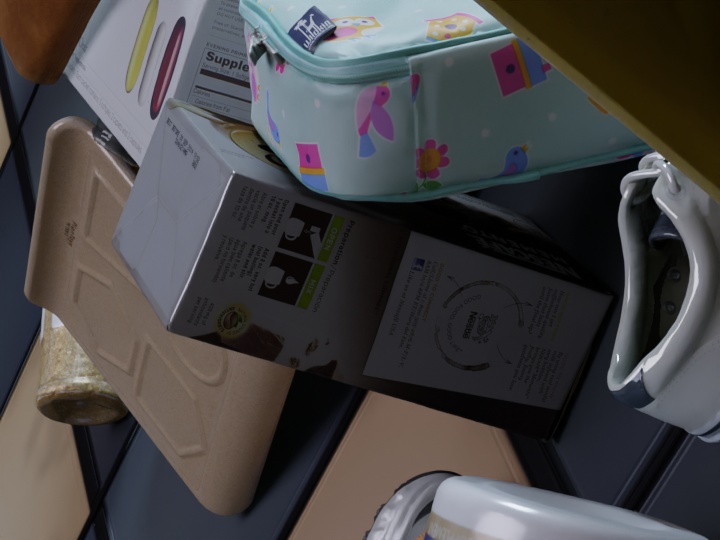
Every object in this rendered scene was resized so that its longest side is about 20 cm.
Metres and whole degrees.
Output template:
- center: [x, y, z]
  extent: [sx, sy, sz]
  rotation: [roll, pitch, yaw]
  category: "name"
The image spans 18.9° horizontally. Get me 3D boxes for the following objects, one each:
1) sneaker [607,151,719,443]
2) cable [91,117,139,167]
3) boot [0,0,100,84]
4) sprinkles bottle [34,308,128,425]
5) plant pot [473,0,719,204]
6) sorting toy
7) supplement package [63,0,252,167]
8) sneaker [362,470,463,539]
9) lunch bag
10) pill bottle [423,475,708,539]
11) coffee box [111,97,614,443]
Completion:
- center: [0.144, -0.034, 0.867]
  extent: [0.073, 0.071, 0.201]
  rotation: [-18, 59, 61]
  category: "sneaker"
- center: [-0.092, -0.058, 1.260]
  extent: [0.050, 0.097, 0.200]
  rotation: [-51, -10, 20]
  category: "cable"
- center: [-0.158, -0.224, 1.154]
  extent: [0.200, 0.068, 0.189]
  rotation: [-39, 69, 58]
  category: "boot"
- center: [-0.191, 0.007, 1.537]
  extent: [0.068, 0.068, 0.201]
  rotation: [-37, 46, 53]
  category: "sprinkles bottle"
- center: [0.144, -0.173, 0.781]
  extent: [0.200, 0.200, 0.177]
  rotation: [-43, 25, 25]
  category: "plant pot"
- center: [-0.116, 0.027, 1.258]
  extent: [0.200, 0.036, 0.185]
  rotation: [46, 146, 19]
  category: "sorting toy"
- center: [-0.054, -0.113, 1.158]
  extent: [0.200, 0.155, 0.111]
  rotation: [44, 117, 61]
  category: "supplement package"
- center: [0.021, 0.196, 1.003]
  extent: [0.079, 0.074, 0.201]
  rotation: [31, 105, 58]
  category: "sneaker"
- center: [0.045, -0.099, 0.954]
  extent: [0.160, 0.199, 0.077]
  rotation: [-128, 29, -60]
  category: "lunch bag"
- center: [0.060, 0.186, 0.814]
  extent: [0.111, 0.111, 0.201]
  rotation: [11, 88, 65]
  category: "pill bottle"
- center: [0.000, 0.000, 0.995]
  extent: [0.080, 0.199, 0.113]
  rotation: [-67, 25, 13]
  category: "coffee box"
